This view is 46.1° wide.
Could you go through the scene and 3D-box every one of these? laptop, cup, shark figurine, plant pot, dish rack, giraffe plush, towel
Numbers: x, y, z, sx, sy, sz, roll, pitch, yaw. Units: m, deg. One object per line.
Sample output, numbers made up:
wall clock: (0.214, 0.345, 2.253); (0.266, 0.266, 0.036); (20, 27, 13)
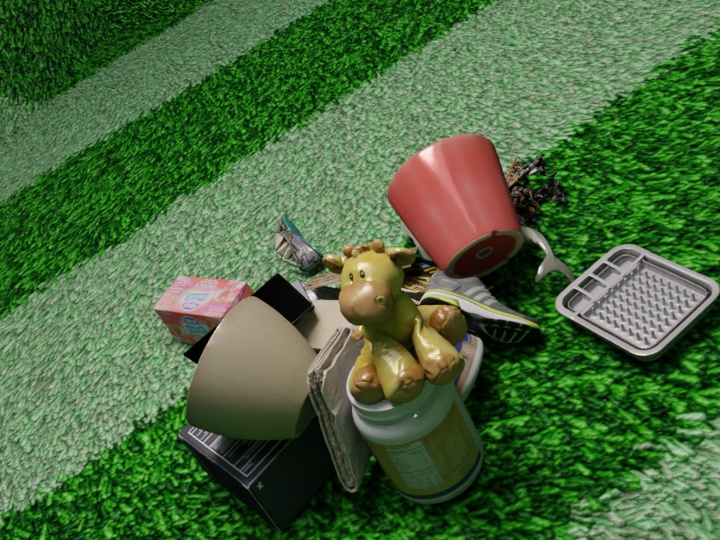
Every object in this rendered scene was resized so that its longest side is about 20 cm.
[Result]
laptop: (-0.182, 0.072, 1.350); (0.187, 0.116, 0.200); (-40, 24, 1)
cup: (-0.130, 0.158, 1.185); (0.142, 0.201, 0.201); (24, 55, 12)
shark figurine: (0.281, -0.040, 1.439); (0.214, 0.089, 0.129); (9, 83, 51)
plant pot: (0.167, -0.093, 1.390); (0.199, 0.201, 0.178); (-26, 62, 3)
dish rack: (0.410, 0.051, 1.259); (0.171, 0.044, 0.200); (-38, 36, -14)
giraffe plush: (0.032, 0.046, 1.068); (0.171, 0.163, 0.201); (-23, 36, 7)
towel: (-0.016, 0.189, 1.181); (0.034, 0.201, 0.133); (-5, 27, 25)

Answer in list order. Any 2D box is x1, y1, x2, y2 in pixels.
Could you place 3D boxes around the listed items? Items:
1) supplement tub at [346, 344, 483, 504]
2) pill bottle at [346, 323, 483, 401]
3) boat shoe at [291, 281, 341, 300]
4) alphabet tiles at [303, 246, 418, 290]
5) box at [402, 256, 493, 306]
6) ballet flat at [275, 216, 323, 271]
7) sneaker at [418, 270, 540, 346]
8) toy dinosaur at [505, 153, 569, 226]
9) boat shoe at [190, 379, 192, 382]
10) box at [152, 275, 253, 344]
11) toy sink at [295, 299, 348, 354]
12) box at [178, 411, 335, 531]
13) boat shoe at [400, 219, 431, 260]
supplement tub: (0.074, 0.206, 1.157); (0.143, 0.201, 0.145); (-18, 36, 14)
pill bottle: (0.073, 0.119, 1.260); (0.198, 0.116, 0.116); (23, 46, -3)
boat shoe: (-0.051, 0.065, 1.532); (0.065, 0.074, 0.199); (-35, 44, -24)
alphabet tiles: (0.000, 0.000, 1.475); (0.198, 0.008, 0.167); (-15, 9, 11)
box: (0.101, 0.039, 1.427); (0.159, 0.050, 0.199); (-16, 25, -35)
ballet flat: (-0.142, -0.052, 1.746); (0.072, 0.072, 0.200); (-34, 34, -8)
sneaker: (0.188, 0.054, 1.303); (0.074, 0.198, 0.081); (124, 163, -51)
toy dinosaur: (0.292, -0.147, 1.552); (0.135, 0.102, 0.201); (-29, 53, 28)
boat shoe: (-0.215, 0.176, 1.503); (0.198, 0.074, 0.066); (-6, 45, 27)
box: (-0.291, 0.082, 1.648); (0.199, 0.103, 0.095); (5, 46, 37)
toy sink: (-0.033, 0.134, 1.384); (0.199, 0.131, 0.112); (1, 44, 33)
box: (-0.135, 0.256, 1.304); (0.200, 0.124, 0.198); (-44, 38, -22)
boat shoe: (0.136, -0.071, 1.565); (0.071, 0.071, 0.201); (6, 21, -19)
